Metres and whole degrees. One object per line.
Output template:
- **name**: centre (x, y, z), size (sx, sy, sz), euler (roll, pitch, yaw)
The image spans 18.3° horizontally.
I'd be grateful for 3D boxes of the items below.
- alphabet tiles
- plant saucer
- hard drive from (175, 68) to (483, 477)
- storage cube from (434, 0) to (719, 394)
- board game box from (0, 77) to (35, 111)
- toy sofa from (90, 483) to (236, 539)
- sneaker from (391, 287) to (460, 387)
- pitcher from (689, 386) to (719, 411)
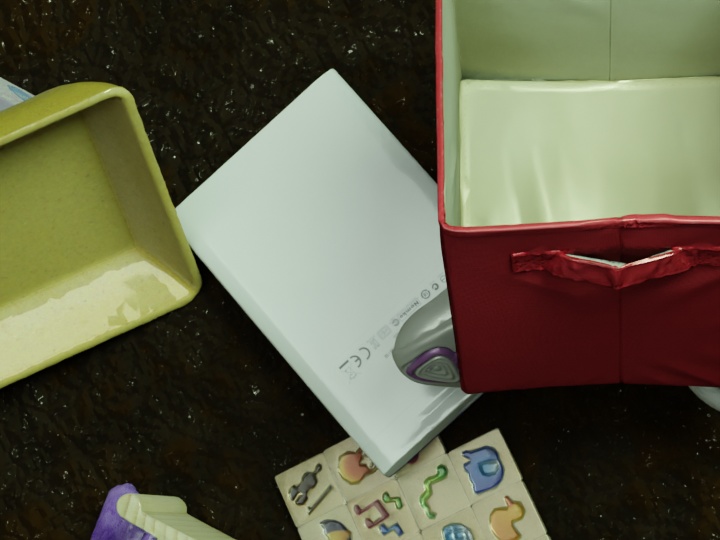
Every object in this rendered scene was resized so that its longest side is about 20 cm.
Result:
- **alphabet tiles**: centre (0.034, 0.186, 1.272), size (0.167, 0.008, 0.201), euler (-28, 76, 11)
- **plant saucer**: centre (-0.205, -0.017, 1.257), size (0.199, 0.200, 0.049), euler (-24, 55, -6)
- **hard drive**: centre (0.000, 0.000, 1.290), size (0.132, 0.025, 0.200), euler (-42, 74, 2)
- **storage cube**: centre (0.128, -0.056, 1.110), size (0.170, 0.180, 0.201), euler (-2, 61, 5)
- **board game box**: centre (-0.280, -0.037, 1.289), size (0.043, 0.200, 0.199), euler (43, 95, 21)
- **toy sofa**: centre (-0.152, 0.223, 1.281), size (0.097, 0.083, 0.201), euler (26, 91, 16)
- **sneaker**: centre (0.096, -0.008, 1.238), size (0.199, 0.075, 0.100), euler (-32, 55, -11)
- **pitcher**: centre (0.272, 0.063, 1.168), size (0.171, 0.121, 0.201), euler (-36, 65, 17)
